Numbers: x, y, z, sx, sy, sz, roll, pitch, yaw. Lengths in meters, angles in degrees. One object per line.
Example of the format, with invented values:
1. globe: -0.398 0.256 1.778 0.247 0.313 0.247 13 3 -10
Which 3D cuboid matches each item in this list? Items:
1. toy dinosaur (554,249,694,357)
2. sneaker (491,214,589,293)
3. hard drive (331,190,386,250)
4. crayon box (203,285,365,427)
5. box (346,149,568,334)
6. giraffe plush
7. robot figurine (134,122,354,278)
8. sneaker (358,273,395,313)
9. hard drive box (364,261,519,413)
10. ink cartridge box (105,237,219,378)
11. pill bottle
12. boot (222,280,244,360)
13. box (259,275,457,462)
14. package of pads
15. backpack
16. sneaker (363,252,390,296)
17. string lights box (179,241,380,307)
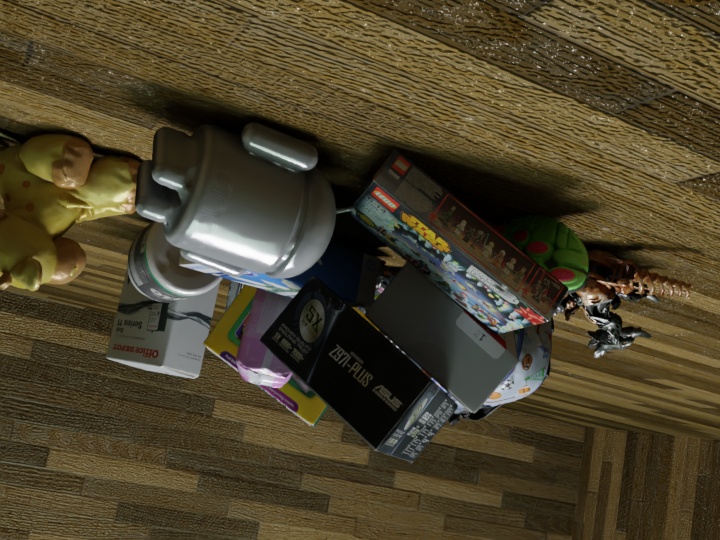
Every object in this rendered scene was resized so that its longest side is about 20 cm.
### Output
1. toy dinosaur: 0.259 0.023 0.975 0.136 0.103 0.199 42 174 -38
2. sneaker: 0.170 -0.005 0.912 0.083 0.077 0.199 39 168 -24
3. hard drive: -0.066 -0.063 0.970 0.197 0.043 0.134 18 168 -31
4. crayon box: -0.098 0.097 1.295 0.199 0.174 0.058 35 168 6
5. box: 0.085 -0.020 0.836 0.199 0.040 0.137 38 166 -3
6. giraffe plush: -0.347 -0.053 0.976 0.197 0.165 0.172 14 169 -19
7. robot figurine: -0.105 -0.061 0.820 0.197 0.114 0.170 18 133 -26
8. sneaker: 0.031 0.038 1.339 0.081 0.072 0.199 11 176 -26
9. hard drive box: 0.096 0.058 1.003 0.155 0.077 0.200 42 -169 1
10. ink cartridge box: -0.304 0.056 1.388 0.145 0.204 0.083 2 166 38
11. pill bottle: -0.254 -0.016 1.212 0.111 0.115 0.199 15 169 -22
12. boot: -0.131 0.075 1.410 0.165 0.203 0.077 14 -151 -1
13. box: 0.006 0.109 0.931 0.163 0.086 0.200 41 177 21
14. package of pads: -0.099 0.042 1.119 0.074 0.204 0.121 17 165 -6
15. backpack: 0.161 0.091 1.198 0.188 0.204 0.153 -16 156 39
16. sneaker: 0.000 0.000 1.189 0.084 0.082 0.200 0 178 -4
17. string lights box: -0.086 -0.011 0.980 0.198 0.060 0.102 18 167 -36
